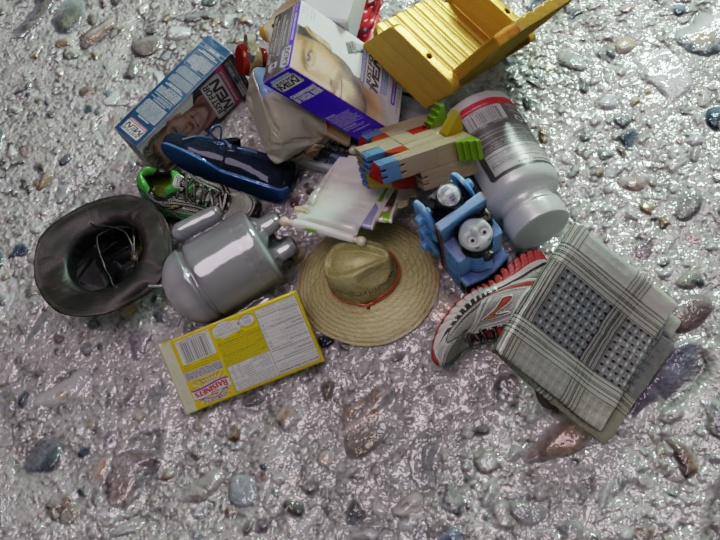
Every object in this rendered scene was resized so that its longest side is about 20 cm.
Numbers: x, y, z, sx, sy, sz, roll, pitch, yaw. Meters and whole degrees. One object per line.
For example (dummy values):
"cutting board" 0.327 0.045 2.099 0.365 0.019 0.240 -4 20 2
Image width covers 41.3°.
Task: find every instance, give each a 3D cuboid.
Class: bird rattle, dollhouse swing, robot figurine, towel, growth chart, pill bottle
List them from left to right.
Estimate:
"robot figurine" -0.185 -0.004 1.299 0.200 0.113 0.170 -32 97 -1
"bird rattle" -0.059 -0.369 1.450 0.200 0.113 0.163 43 79 14
"growth chart" 0.002 -0.106 1.292 0.145 0.018 0.200 20 50 24
"dollhouse swing" 0.147 -0.343 1.285 0.182 0.176 0.200 46 54 10
"pill bottle" 0.192 -0.131 1.263 0.111 0.111 0.200 -26 63 2
"towel" 0.276 0.076 1.129 0.200 0.035 0.193 39 77 -16

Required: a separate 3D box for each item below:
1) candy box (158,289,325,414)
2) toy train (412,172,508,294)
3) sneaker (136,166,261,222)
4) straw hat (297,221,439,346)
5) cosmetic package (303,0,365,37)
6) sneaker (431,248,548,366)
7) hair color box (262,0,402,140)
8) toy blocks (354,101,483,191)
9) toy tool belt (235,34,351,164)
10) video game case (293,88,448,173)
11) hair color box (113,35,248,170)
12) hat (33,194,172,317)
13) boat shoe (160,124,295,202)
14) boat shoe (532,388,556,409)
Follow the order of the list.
"candy box" -0.157 0.108 1.268 0.200 0.026 0.102 -21 95 4
"toy train" 0.129 -0.044 1.195 0.087 0.200 0.114 -37 74 -4
"sneaker" -0.236 -0.099 1.372 0.200 0.085 0.078 11 69 18
"straw hat" 0.000 0.000 1.266 0.201 0.085 0.201 -6 65 12
"cosmetic package" -0.026 -0.419 1.355 0.074 0.102 0.200 13 74 7
"sneaker" 0.172 0.056 1.199 0.200 0.078 0.082 -36 68 -8
"hair color box" -0.032 -0.265 1.307 0.065 0.200 0.109 -18 57 46
"toy blocks" 0.058 -0.147 1.242 0.137 0.100 0.200 -19 24 -11
"toy tool belt" -0.096 -0.250 1.376 0.123 0.125 0.200 -10 61 -22
"video game case" 0.007 -0.215 1.398 0.200 0.023 0.182 19 72 20
"hair color box" -0.262 -0.244 1.435 0.061 0.100 0.200 39 81 25
"hat" -0.358 -0.010 1.368 0.200 0.081 0.201 -2 66 4
"boat shoe" -0.189 -0.160 1.396 0.200 0.084 0.069 23 70 1
"boat shoe" 0.260 0.072 1.163 0.057 0.067 0.200 -5 64 62
